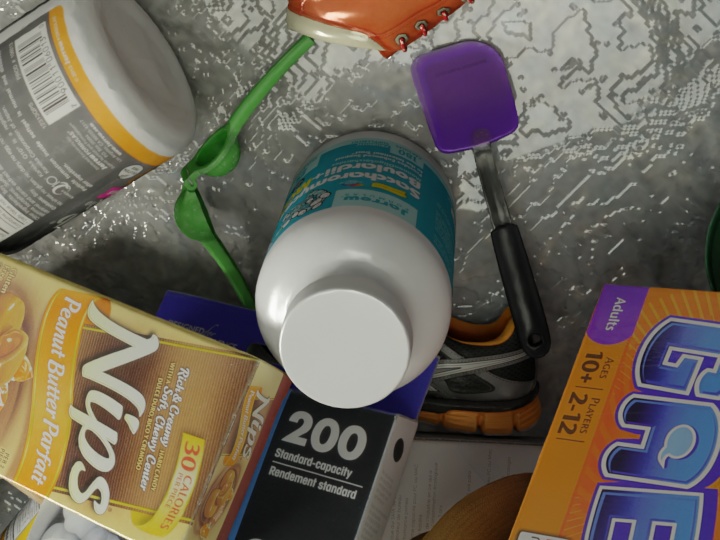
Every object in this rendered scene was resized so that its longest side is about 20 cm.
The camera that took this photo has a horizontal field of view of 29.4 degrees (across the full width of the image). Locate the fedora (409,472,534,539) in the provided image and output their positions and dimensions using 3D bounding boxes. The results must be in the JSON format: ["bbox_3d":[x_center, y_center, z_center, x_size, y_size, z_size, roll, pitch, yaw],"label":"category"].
[{"bbox_3d":[0.061,0.203,0.782,0.081,0.200,0.202,6,122,46],"label":"fedora"}]

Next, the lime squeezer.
[{"bbox_3d":[-0.080,-0.055,0.866,0.070,0.038,0.202,12,113,0],"label":"lime squeezer"}]

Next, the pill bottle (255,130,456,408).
[{"bbox_3d":[0.000,0.000,0.793,0.110,0.200,0.112,2,114,4],"label":"pill bottle"}]

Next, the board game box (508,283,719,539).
[{"bbox_3d":[0.213,0.152,0.718,0.198,0.201,0.201,4,139,30],"label":"board game box"}]

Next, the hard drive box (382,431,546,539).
[{"bbox_3d":[0.049,0.182,0.877,0.198,0.077,0.158,5,87,-13],"label":"hard drive box"}]

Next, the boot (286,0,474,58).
[{"bbox_3d":[0.047,-0.173,0.788,0.198,0.075,0.108,9,118,11],"label":"boot"}]

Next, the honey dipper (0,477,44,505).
[{"bbox_3d":[-0.154,0.169,0.856,0.199,0.038,0.038,39,112,-9],"label":"honey dipper"}]

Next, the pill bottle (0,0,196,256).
[{"bbox_3d":[-0.207,-0.079,0.824,0.199,0.117,0.117,-29,109,17],"label":"pill bottle"}]

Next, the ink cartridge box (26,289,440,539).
[{"bbox_3d":[-0.075,0.110,0.807,0.196,0.201,0.043,12,156,20],"label":"ink cartridge box"}]

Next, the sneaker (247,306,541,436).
[{"bbox_3d":[0.021,0.056,0.890,0.198,0.078,0.078,4,107,-4],"label":"sneaker"}]

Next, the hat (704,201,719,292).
[{"bbox_3d":[0.303,-0.042,0.732,0.198,0.167,0.177,-10,151,-9],"label":"hat"}]

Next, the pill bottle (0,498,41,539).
[{"bbox_3d":[-0.176,0.181,0.939,0.109,0.109,0.200,37,112,-11],"label":"pill bottle"}]

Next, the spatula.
[{"bbox_3d":[0.084,-0.041,0.845,0.056,0.021,0.202,-17,101,4],"label":"spatula"}]

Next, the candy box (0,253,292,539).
[{"bbox_3d":[-0.150,0.075,0.779,0.199,0.055,0.116,19,83,25],"label":"candy box"}]
